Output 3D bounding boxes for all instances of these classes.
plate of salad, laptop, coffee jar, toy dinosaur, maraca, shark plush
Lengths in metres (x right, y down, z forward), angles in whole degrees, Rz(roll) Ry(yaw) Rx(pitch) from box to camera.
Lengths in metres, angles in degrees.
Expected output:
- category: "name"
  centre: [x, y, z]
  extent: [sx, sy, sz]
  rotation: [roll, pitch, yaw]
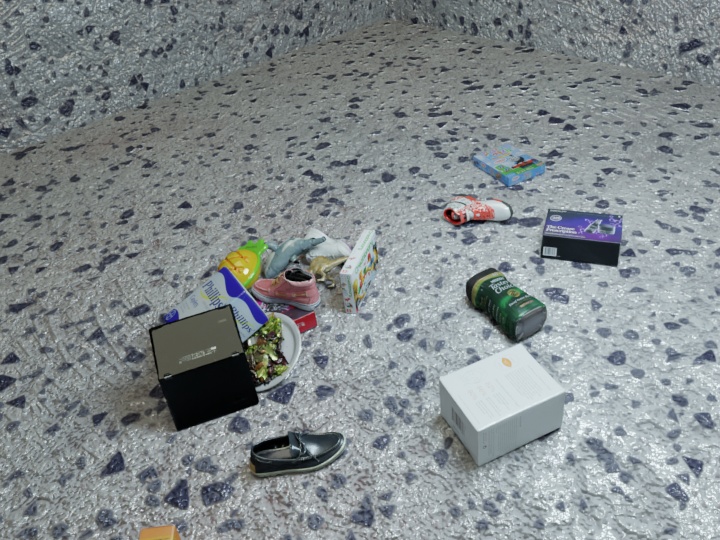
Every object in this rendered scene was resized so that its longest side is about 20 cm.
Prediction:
- category: "plate of salad"
  centre: [-0.233, 0.183, 1.428]
  extent: [0.197, 0.048, 0.202]
  rotation: [-9, 55, 14]
- category: "laptop"
  centre: [-0.341, 0.209, 1.341]
  extent: [0.185, 0.116, 0.202]
  rotation: [-16, 59, -12]
- category: "coffee jar"
  centre: [0.345, 0.074, 1.475]
  extent: [0.103, 0.086, 0.200]
  rotation: [-23, 39, -20]
- category: "toy dinosaur"
  centre: [-0.099, -0.001, 1.655]
  extent: [0.198, 0.058, 0.102]
  rotation: [-18, 52, 13]
- category: "maraca"
  centre: [-0.326, -0.009, 1.680]
  extent: [0.136, 0.107, 0.202]
  rotation: [-2, 49, 32]
- category: "shark plush"
  centre: [-0.182, -0.042, 1.725]
  extent: [0.197, 0.091, 0.084]
  rotation: [-16, 50, 6]

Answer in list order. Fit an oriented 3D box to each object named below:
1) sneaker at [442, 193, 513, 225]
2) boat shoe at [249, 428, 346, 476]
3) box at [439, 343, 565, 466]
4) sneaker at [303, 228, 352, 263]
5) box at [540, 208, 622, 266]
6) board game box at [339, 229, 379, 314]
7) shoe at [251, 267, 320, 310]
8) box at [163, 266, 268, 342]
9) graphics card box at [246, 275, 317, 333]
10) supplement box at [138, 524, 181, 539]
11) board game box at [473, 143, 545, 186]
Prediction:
- category: "sneaker"
  centre: [0.342, -0.167, 1.817]
  extent: [0.200, 0.068, 0.108]
  rotation: [19, 45, 37]
- category: "boat shoe"
  centre: [-0.125, 0.353, 1.210]
  extent: [0.197, 0.063, 0.075]
  rotation: [-10, 34, -5]
- category: "box"
  centre: [0.278, 0.262, 1.217]
  extent: [0.198, 0.107, 0.153]
  rotation: [-19, 37, -14]
- category: "sneaker"
  centre: [-0.094, -0.046, 1.749]
  extent: [0.199, 0.075, 0.100]
  rotation: [25, 67, 36]
- category: "box"
  centre: [0.599, -0.093, 1.661]
  extent: [0.197, 0.080, 0.142]
  rotation: [8, 36, 20]
- category: "board game box"
  centre: [0.000, 0.000, 1.604]
  extent: [0.034, 0.128, 0.201]
  rotation: [6, 39, 19]
- category: "shoe"
  centre: [-0.193, 0.033, 1.540]
  extent: [0.198, 0.092, 0.072]
  rotation: [13, 40, 24]
- category: "box"
  centre: [-0.347, 0.114, 1.462]
  extent: [0.200, 0.105, 0.184]
  rotation: [-41, 33, -9]
- category: "graphics card box"
  centre: [-0.208, 0.096, 1.580]
  extent: [0.124, 0.051, 0.200]
  rotation: [-22, 38, -19]
- category: "supplement box"
  centre: [-0.342, 0.530, 1.010]
  extent: [0.068, 0.067, 0.201]
  rotation: [-5, 37, -2]
- category: "board game box"
  centre: [0.498, -0.358, 2.067]
  extent: [0.150, 0.037, 0.200]
  rotation: [-22, 38, -18]
